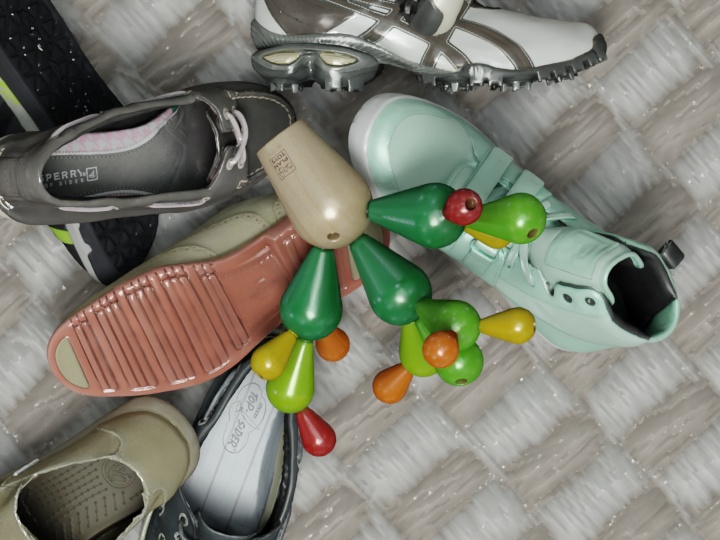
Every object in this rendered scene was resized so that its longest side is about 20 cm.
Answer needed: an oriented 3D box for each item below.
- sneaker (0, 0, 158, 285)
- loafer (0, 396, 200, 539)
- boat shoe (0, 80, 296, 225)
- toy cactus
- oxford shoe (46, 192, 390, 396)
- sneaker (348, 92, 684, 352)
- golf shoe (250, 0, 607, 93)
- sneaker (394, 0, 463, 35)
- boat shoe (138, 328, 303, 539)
[{"bbox_3d":[-0.182,-0.082,1.643,0.083,0.072,0.201,-11,112,40],"label":"sneaker"},{"bbox_3d":[-0.177,0.141,1.625,0.200,0.068,0.076,-40,91,17],"label":"loafer"},{"bbox_3d":[-0.107,-0.061,1.601,0.199,0.057,0.067,-14,98,-34],"label":"boat shoe"},{"bbox_3d":[0.000,0.000,1.563,0.165,0.102,0.200,52,130,1],"label":"toy cactus"},{"bbox_3d":[-0.082,0.009,1.643,0.199,0.074,0.071,-22,116,-7],"label":"oxford shoe"},{"bbox_3d":[0.091,-0.030,1.601,0.200,0.118,0.074,40,71,-23],"label":"sneaker"},{"bbox_3d":[0.039,-0.144,1.639,0.199,0.078,0.095,1,92,-5],"label":"golf shoe"},{"bbox_3d":[0.080,-0.208,1.613,0.093,0.070,0.201,18,59,-10],"label":"sneaker"},{"bbox_3d":[-0.074,0.131,1.650,0.074,0.066,0.200,24,91,-5],"label":"boat shoe"}]
